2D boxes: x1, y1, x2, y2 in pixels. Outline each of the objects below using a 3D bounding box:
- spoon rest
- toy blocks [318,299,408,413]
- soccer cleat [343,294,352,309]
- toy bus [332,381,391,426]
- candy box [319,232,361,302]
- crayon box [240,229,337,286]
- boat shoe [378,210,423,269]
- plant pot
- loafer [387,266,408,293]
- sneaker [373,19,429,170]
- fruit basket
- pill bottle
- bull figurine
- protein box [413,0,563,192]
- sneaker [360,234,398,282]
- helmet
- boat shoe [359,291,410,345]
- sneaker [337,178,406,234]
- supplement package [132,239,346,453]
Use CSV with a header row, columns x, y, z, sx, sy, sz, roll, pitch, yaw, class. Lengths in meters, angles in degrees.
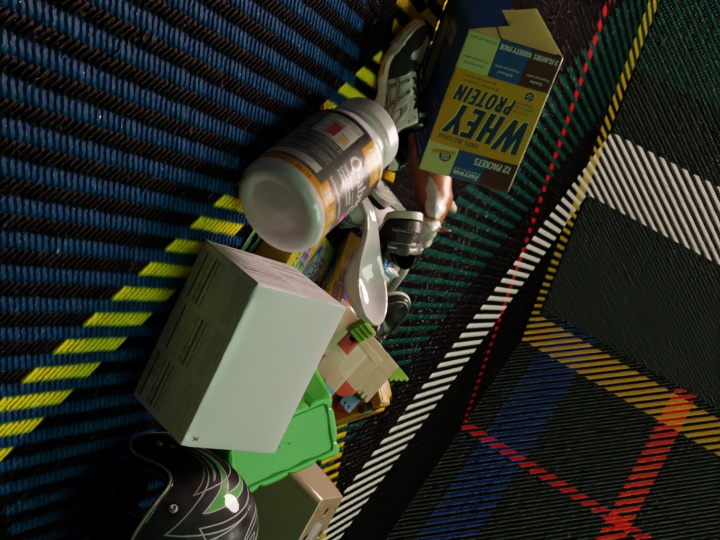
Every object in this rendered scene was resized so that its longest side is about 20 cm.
x,y,z,sx,sy,sz,roll,pitch,yaw,class
0.001,-0.025,1.400,0.099,0.060,0.203,-28,103,-66,spoon rest
-0.041,0.137,1.564,0.137,0.201,0.100,-45,-161,-16,toy blocks
-0.070,0.113,1.627,0.076,0.066,0.202,40,72,-45,soccer cleat
-0.030,0.215,1.699,0.198,0.066,0.078,-24,161,34,toy bus
-0.051,0.040,1.441,0.102,0.026,0.201,-47,-165,36,candy box
-0.098,-0.006,1.357,0.127,0.051,0.200,-58,163,-8,crayon box
0.057,-0.032,1.525,0.200,0.070,0.069,94,-5,-79,boat shoe
-0.143,0.361,1.608,0.202,0.175,0.200,-60,164,-2,plant pot
0.002,0.038,1.724,0.069,0.075,0.202,27,103,-30,loafer
0.062,-0.230,1.402,0.075,0.087,0.203,-19,134,-63,sneaker
-0.145,0.209,1.430,0.215,0.212,0.158,-38,127,-52,fruit basket
-0.043,-0.118,1.222,0.200,0.115,0.117,-45,158,-42,pill bottle
0.111,-0.137,1.617,0.121,0.064,0.204,-7,93,-79,bull figurine
0.165,-0.255,1.449,0.200,0.133,0.202,-93,-160,-58,protein box
0.000,0.000,1.549,0.086,0.075,0.200,-37,-176,-2,sneaker
-0.216,0.306,1.242,0.198,0.190,0.203,-23,131,-28,helmet
0.001,0.111,1.678,0.197,0.066,0.075,-30,124,6,boat shoe
0.015,-0.091,1.548,0.081,0.077,0.200,-45,165,10,sneaker
-0.138,0.093,1.209,0.155,0.110,0.202,17,104,-49,supplement package
